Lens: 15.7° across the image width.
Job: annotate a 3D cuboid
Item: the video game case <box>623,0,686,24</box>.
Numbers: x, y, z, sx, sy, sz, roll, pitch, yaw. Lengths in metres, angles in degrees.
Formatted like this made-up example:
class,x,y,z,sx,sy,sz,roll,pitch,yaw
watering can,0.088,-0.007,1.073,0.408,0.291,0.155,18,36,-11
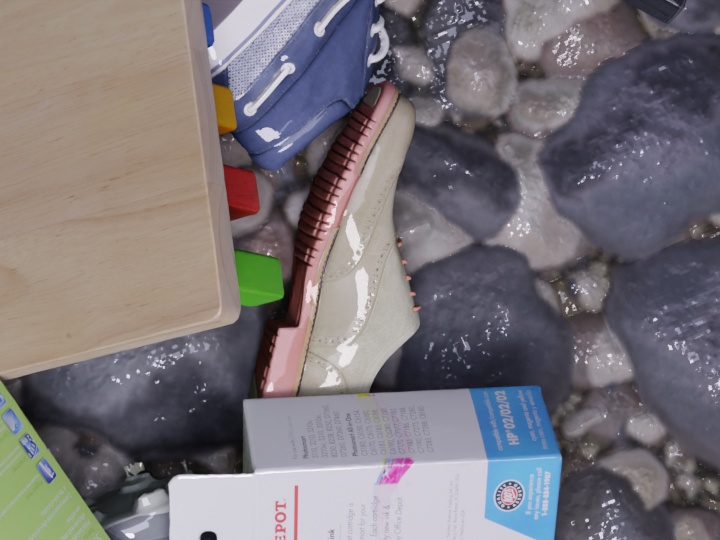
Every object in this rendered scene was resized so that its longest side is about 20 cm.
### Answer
class,x,y,z,sx,sy,sz,roll,pitch,yaw
video game case,0.110,-0.251,1.375,0.200,0.026,0.181,28,64,-6

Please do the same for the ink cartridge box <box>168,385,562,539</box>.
class,x,y,z,sx,sy,sz,roll,pitch,yaw
ink cartridge box,-0.002,0.127,1.358,0.199,0.068,0.115,-2,123,-7

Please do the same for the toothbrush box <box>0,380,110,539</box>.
class,x,y,z,sx,sy,sz,roll,pitch,yaw
toothbrush box,-0.202,0.138,1.248,0.086,0.146,0.200,-30,100,26

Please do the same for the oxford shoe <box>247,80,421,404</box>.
class,x,y,z,sx,sy,sz,roll,pitch,yaw
oxford shoe,0.000,0.000,1.384,0.074,0.071,0.200,17,100,-10

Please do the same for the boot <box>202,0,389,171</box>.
class,x,y,z,sx,sy,sz,roll,pitch,yaw
boot,-0.012,-0.149,1.386,0.200,0.073,0.090,-45,117,-7

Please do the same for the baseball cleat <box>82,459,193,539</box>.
class,x,y,z,sx,sy,sz,roll,pitch,yaw
baseball cleat,-0.158,0.177,1.374,0.200,0.070,0.107,-22,100,4

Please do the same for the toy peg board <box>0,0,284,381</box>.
class,x,y,z,sx,sy,sz,roll,pitch,yaw
toy peg board,-0.139,-0.048,1.331,0.200,0.098,0.200,-14,77,28
